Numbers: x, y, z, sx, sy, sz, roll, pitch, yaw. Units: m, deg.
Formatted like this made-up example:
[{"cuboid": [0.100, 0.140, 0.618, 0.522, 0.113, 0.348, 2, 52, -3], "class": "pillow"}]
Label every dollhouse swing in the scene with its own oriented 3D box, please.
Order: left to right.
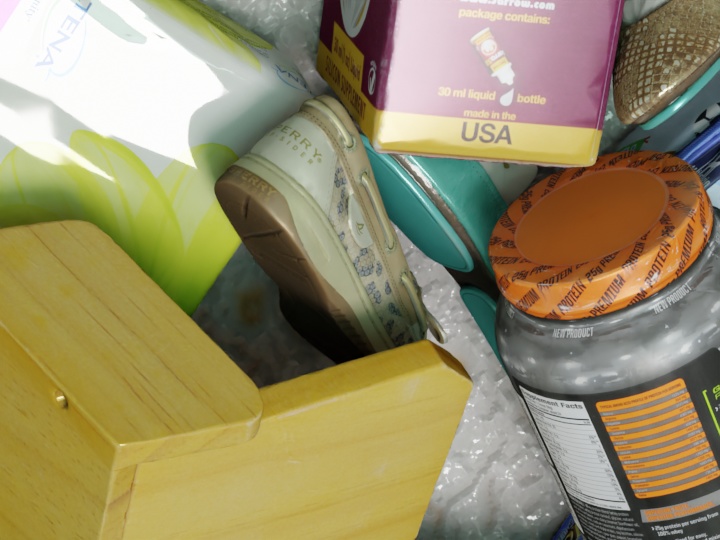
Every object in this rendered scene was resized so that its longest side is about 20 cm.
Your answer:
[{"cuboid": [-0.083, 0.065, 1.043, 0.176, 0.182, 0.200, -31, 153, -33], "class": "dollhouse swing"}]

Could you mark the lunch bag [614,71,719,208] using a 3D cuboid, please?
[{"cuboid": [0.222, -0.022, 1.119, 0.160, 0.076, 0.200, -36, 114, 0], "class": "lunch bag"}]

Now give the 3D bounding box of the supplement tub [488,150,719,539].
[{"cuboid": [0.135, 0.054, 1.040, 0.123, 0.123, 0.200, -26, 120, -2], "class": "supplement tub"}]

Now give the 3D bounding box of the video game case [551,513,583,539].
[{"cuboid": [0.167, 0.195, 1.200, 0.181, 0.045, 0.200, 29, 101, -20], "class": "video game case"}]

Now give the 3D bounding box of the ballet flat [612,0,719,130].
[{"cuboid": [0.148, -0.130, 1.024, 0.071, 0.200, 0.065, -29, 101, 41], "class": "ballet flat"}]

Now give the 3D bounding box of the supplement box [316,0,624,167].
[{"cuboid": [0.052, -0.158, 1.002, 0.103, 0.131, 0.200, 4, 108, -13], "class": "supplement box"}]

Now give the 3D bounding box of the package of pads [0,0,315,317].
[{"cuboid": [-0.133, -0.067, 1.030, 0.200, 0.068, 0.155, 31, 101, -23], "class": "package of pads"}]

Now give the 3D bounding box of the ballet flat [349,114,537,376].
[{"cuboid": [0.065, -0.015, 1.099, 0.070, 0.067, 0.200, -45, 115, -16], "class": "ballet flat"}]

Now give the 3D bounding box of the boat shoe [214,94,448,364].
[{"cuboid": [0.000, 0.000, 1.051, 0.063, 0.073, 0.200, -50, 150, -14], "class": "boat shoe"}]
